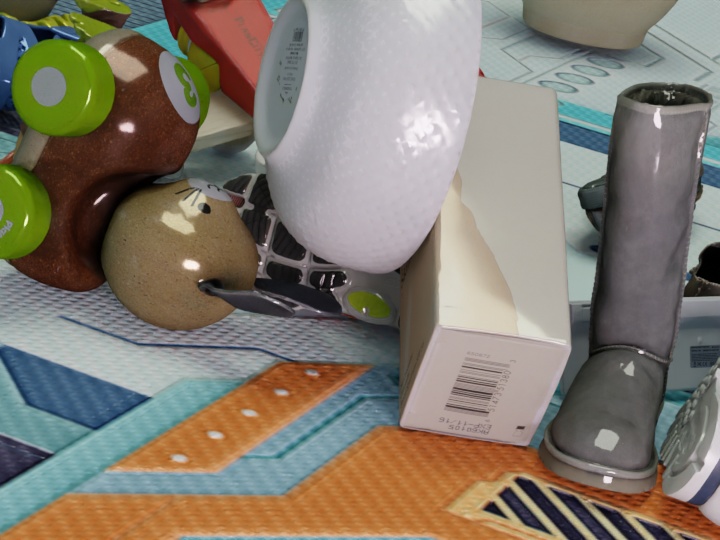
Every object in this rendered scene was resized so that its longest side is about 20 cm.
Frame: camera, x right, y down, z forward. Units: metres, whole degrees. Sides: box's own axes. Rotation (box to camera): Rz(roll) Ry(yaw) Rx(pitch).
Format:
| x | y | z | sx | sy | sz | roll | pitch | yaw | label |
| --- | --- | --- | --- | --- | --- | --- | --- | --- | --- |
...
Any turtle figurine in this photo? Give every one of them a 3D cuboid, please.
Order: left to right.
| x | y | z | sx | sy | sz | roll | pitch | yaw | label |
| --- | --- | --- | --- | --- | --- | --- | --- | --- | --- |
| -0.193 | -0.087 | 1.496 | 0.064 | 0.162 | 0.200 | 28 | 22 | -5 | turtle figurine |

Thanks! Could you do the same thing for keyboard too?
| x | y | z | sx | sy | sz | roll | pitch | yaw | label |
| --- | --- | --- | --- | --- | --- | --- | --- | --- | --- |
| 0.209 | 0.044 | 1.456 | 0.199 | 0.057 | 0.011 | -1 | 4 | -24 | keyboard |

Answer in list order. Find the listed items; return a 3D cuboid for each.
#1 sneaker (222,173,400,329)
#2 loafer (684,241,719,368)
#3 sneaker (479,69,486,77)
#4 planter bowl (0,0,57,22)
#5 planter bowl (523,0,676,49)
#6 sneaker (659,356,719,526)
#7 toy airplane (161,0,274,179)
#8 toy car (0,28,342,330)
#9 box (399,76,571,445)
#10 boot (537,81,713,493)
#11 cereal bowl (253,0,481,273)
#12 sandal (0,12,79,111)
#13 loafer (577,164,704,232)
| x | y | z | sx | sy | sz | roll | pitch | yaw | label |
| --- | --- | --- | --- | --- | --- | --- | --- | --- | --- |
| 0.000 | 0.000 | 1.483 | 0.199 | 0.077 | 0.085 | 22 | 2 | 16 | sneaker |
| 0.247 | 0.014 | 1.555 | 0.073 | 0.072 | 0.200 | 15 | 20 | 9 | loafer |
| 0.099 | -0.078 | 1.720 | 0.098 | 0.071 | 0.201 | 40 | 13 | -48 | sneaker |
| -0.315 | -0.223 | 1.807 | 0.199 | 0.135 | 0.200 | 11 | 19 | -4 | planter bowl |
| 0.228 | -0.293 | 2.306 | 0.199 | 0.135 | 0.200 | 10 | 18 | -3 | planter bowl |
| 0.216 | 0.097 | 1.325 | 0.080 | 0.077 | 0.200 | 28 | 22 | 1 | sneaker |
| -0.075 | -0.122 | 1.700 | 0.199 | 0.141 | 0.200 | 19 | 56 | -5 | toy airplane |
| -0.103 | -0.031 | 1.387 | 0.200 | 0.158 | 0.164 | 32 | 11 | 17 | toy car |
| 0.068 | -0.010 | 1.360 | 0.077 | 0.095 | 0.200 | 9 | 46 | -9 | box |
| 0.153 | 0.005 | 1.323 | 0.072 | 0.201 | 0.182 | 14 | 19 | 3 | boot |
| -0.008 | -0.101 | 1.360 | 0.083 | 0.201 | 0.200 | 10 | 18 | -18 | cereal bowl |
| -0.243 | -0.145 | 1.723 | 0.087 | 0.080 | 0.200 | 30 | 27 | 34 | sandal |
| 0.208 | -0.047 | 1.756 | 0.072 | 0.063 | 0.200 | -15 | 4 | 25 | loafer |
